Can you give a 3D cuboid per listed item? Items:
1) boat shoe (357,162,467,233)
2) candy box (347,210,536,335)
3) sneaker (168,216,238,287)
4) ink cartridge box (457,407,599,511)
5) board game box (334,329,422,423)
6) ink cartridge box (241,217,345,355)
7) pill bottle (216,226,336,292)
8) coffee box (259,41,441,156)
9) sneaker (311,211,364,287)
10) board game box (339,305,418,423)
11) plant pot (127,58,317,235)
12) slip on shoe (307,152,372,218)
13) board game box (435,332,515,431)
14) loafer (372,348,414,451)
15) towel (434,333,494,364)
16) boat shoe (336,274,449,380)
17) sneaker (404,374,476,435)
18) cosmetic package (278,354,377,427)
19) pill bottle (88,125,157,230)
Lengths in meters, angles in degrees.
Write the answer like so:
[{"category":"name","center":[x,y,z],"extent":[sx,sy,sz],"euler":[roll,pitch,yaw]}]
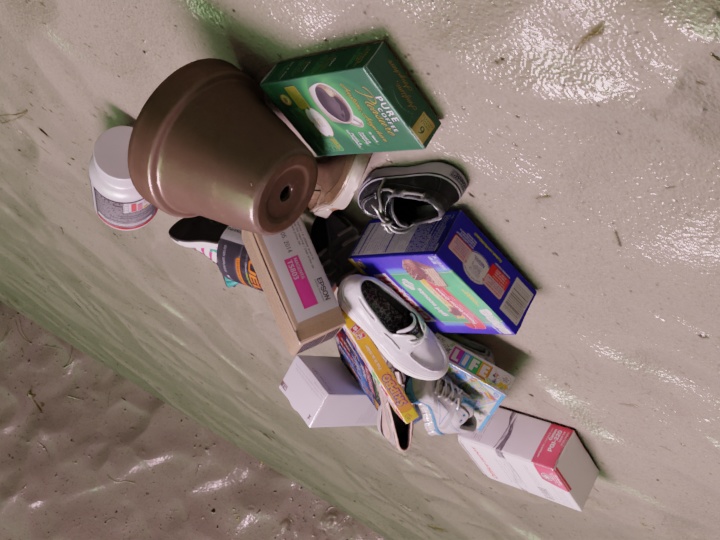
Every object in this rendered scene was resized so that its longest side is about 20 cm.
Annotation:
[{"category":"boat shoe","center":[0.050,-0.080,1.134],"extent":[0.074,0.068,0.199],"euler":[47,155,-27]},{"category":"candy box","center":[0.104,0.006,1.220],"extent":[0.169,0.077,0.200],"euler":[43,158,-25]},{"category":"sneaker","center":[-0.247,-0.031,1.634],"extent":[0.199,0.084,0.121],"euler":[13,139,40]},{"category":"ink cartridge box","center":[0.286,0.316,1.574],"extent":[0.199,0.085,0.146],"euler":[10,147,42]},{"category":"board game box","center":[0.028,0.167,1.560],"extent":[0.200,0.061,0.200],"euler":[54,167,29]},{"category":"ink cartridge box","center":[-0.099,0.010,1.299],"extent":[0.165,0.075,0.201],"euler":[132,116,-76]},{"category":"pill bottle","center":[-0.126,-0.012,1.465],"extent":[0.199,0.106,0.106],"euler":[16,152,36]},{"category":"coffee box","center":[-0.014,-0.188,1.041],"extent":[0.199,0.044,0.123],"euler":[4,142,52]},{"category":"sneaker","center":[0.000,0.000,1.366],"extent":[0.201,0.075,0.115],"euler":[60,-166,1]},{"category":"board game box","center":[0.016,0.123,1.318],"extent":[0.201,0.030,0.096],"euler":[61,174,-4]},{"category":"plant pot","center":[-0.148,-0.131,1.112],"extent":[0.174,0.200,0.201],"euler":[31,158,26]},{"category":"slip on shoe","center":[-0.040,-0.120,1.177],"extent":[0.060,0.076,0.200],"euler":[27,167,-12]},{"category":"board game box","center":[0.155,0.178,1.432],"extent":[0.134,0.034,0.200],"euler":[29,156,9]},{"category":"loafer","center":[0.063,0.199,1.453],"extent":[0.063,0.072,0.201],"euler":[-130,30,-49]},{"category":"towel","center":[0.138,0.153,1.505],"extent":[0.171,0.048,0.200],"euler":[26,156,23]},{"category":"boat shoe","center":[0.056,0.077,1.253],"extent":[0.200,0.072,0.068],"euler":[49,157,-14]},{"category":"sneaker","center":[0.127,0.184,1.370],"extent":[0.086,0.075,0.200],"euler":[3,148,27]},{"category":"cosmetic package","center":[-0.036,0.219,1.671],"extent":[0.199,0.081,0.113],"euler":[9,-151,-49]},{"category":"pill bottle","center":[-0.393,-0.153,1.540],"extent":[0.116,0.116,0.200],"euler":[34,158,0]}]
